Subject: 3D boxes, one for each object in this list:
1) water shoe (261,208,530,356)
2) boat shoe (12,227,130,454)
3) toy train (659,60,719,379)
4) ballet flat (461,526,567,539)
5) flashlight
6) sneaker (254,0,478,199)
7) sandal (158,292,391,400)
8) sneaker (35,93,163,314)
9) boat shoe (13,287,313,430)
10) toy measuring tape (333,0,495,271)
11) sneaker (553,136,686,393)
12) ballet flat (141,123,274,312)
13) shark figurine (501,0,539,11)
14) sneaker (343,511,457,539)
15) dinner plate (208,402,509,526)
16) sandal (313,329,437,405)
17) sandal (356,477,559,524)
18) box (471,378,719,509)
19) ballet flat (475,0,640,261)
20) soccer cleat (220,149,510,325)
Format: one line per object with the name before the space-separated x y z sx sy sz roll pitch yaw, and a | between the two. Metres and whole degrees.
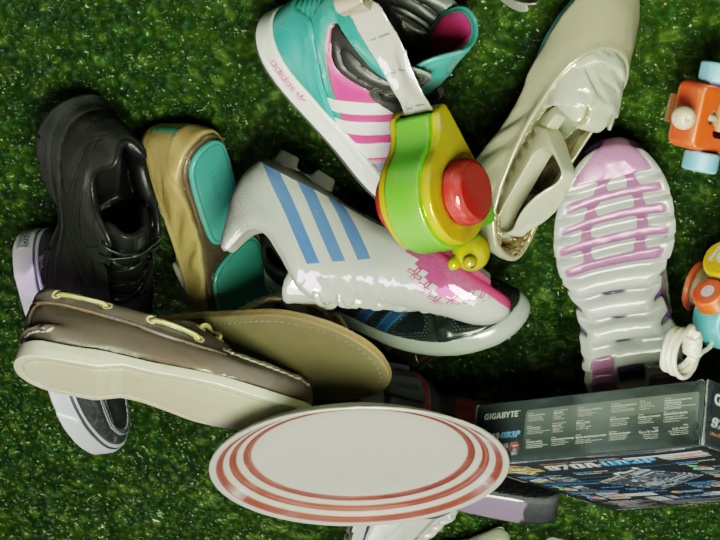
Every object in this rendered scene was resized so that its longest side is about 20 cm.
water shoe | 0.017 0.002 1.508 0.200 0.072 0.079 10 133 24
boat shoe | -0.194 0.053 1.627 0.068 0.072 0.200 -4 122 17
toy train | 0.222 -0.035 1.412 0.056 0.150 0.200 16 103 44
ballet flat | 0.126 0.233 1.716 0.200 0.074 0.074 8 131 -2
flashlight | 0.081 0.109 1.564 0.200 0.068 0.068 12 137 -33
sneaker | 0.039 -0.116 1.425 0.121 0.084 0.200 -26 120 41
sandal | -0.061 0.037 1.502 0.212 0.070 0.078 -2 130 34
sneaker | -0.173 -0.017 1.516 0.076 0.091 0.200 -24 125 -27
boat shoe | -0.124 0.059 1.452 0.200 0.060 0.072 12 151 -6
toy measuring tape | 0.028 -0.074 1.353 0.074 0.074 0.200 -17 120 24
sneaker | 0.174 -0.005 1.487 0.080 0.088 0.200 -6 120 7
ballet flat | -0.108 -0.024 1.556 0.063 0.069 0.200 19 135 34
shark figurine | 0.122 -0.199 1.330 0.214 0.090 0.128 -13 127 24
sneaker | 0.034 0.182 1.685 0.080 0.076 0.200 14 132 -7
dinner plate | -0.001 0.125 1.472 0.200 0.024 0.200 0 152 0
sandal | 0.005 0.057 1.595 0.200 0.055 0.082 -36 77 19
sandal | 0.040 0.160 1.577 0.200 0.076 0.043 12 105 8
box | 0.200 0.121 1.486 0.159 0.046 0.200 20 159 -41
ballet flat | 0.127 -0.090 1.402 0.069 0.069 0.200 26 114 -11
soccer cleat | 0.000 0.000 1.450 0.200 0.086 0.070 30 177 12
